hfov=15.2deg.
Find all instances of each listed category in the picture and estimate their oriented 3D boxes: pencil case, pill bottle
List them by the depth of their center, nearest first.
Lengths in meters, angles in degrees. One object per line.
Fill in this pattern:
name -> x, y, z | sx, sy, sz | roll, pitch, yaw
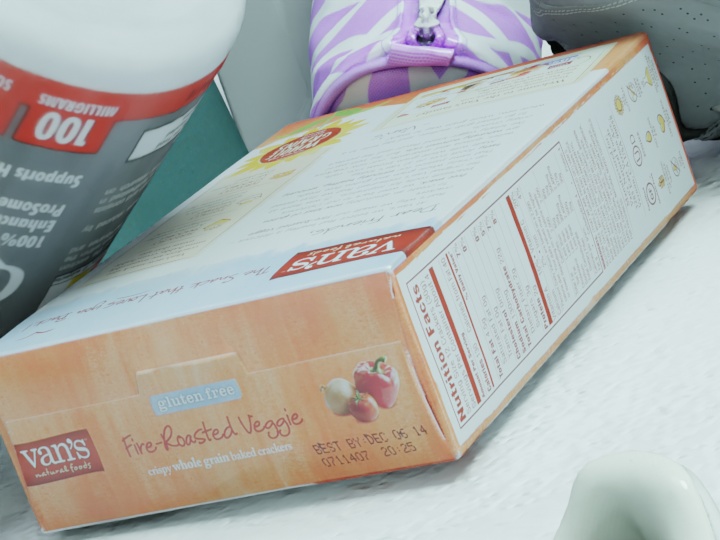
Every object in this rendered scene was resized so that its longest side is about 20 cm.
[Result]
pill bottle -> -0.124, -0.033, 0.785 | 0.116, 0.116, 0.200 | -39, -13, -52
pencil case -> 0.022, -0.109, 0.942 | 0.084, 0.086, 0.200 | -8, 46, 7

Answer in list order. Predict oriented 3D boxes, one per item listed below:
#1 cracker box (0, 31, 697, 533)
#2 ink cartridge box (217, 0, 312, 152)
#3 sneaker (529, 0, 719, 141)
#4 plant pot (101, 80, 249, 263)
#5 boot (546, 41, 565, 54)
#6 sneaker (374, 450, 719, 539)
cracker box -> 0.000, 0.000, 0.773 | 0.134, 0.058, 0.200 | -12, 15, 30
ink cartridge box -> -0.008, -0.120, 1.109 | 0.067, 0.116, 0.200 | -16, 15, 16
sneaker -> 0.145, -0.078, 0.845 | 0.200, 0.116, 0.075 | 15, 60, 10
plant pot -> -0.150, -0.060, 0.986 | 0.200, 0.161, 0.201 | -18, 14, 5
boot -> 0.135, -0.135, 0.958 | 0.130, 0.068, 0.200 | -24, -12, -11
sneaker -> -0.009, 0.095, 0.350 | 0.075, 0.100, 0.200 | -1, 25, 46
